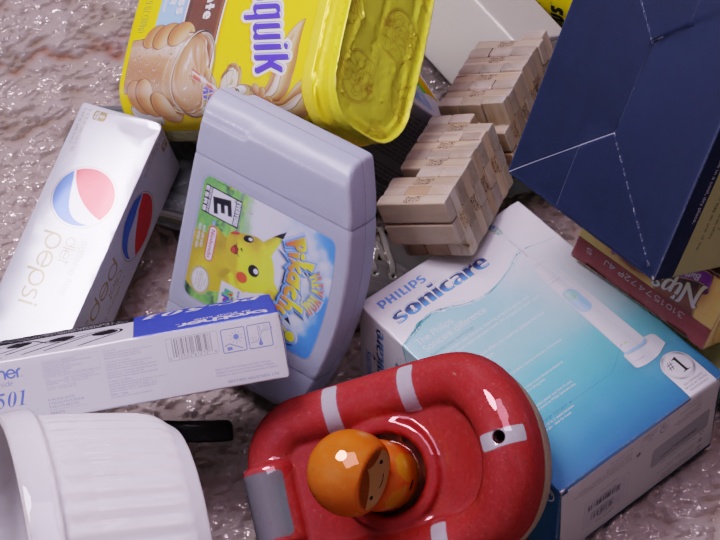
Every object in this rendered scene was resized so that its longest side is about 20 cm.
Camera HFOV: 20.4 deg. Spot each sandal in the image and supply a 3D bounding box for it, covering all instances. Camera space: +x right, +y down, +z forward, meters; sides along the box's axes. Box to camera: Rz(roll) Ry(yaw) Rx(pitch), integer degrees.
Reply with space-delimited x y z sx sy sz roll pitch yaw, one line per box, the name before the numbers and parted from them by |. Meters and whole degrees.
sandal | -0.182 0.116 1.300 0.200 0.075 0.045 1 87 10

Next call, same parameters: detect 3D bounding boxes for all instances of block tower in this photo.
block tower | 0.079 -0.087 1.382 0.058 0.054 0.200 1 40 32

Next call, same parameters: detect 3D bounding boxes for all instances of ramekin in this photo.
ramekin | -0.151 0.176 1.173 0.105 0.200 0.200 -6 50 -17

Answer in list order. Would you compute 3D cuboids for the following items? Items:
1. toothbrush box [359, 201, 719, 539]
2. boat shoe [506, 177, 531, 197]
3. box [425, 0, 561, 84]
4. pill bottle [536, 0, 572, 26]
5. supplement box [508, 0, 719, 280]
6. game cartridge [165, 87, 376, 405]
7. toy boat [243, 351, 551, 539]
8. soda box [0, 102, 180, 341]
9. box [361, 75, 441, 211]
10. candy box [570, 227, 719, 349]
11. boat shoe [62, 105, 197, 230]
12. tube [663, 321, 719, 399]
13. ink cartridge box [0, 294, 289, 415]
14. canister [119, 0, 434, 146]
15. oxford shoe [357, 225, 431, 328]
toothbrush box | 0.115 0.069 1.325 0.146 0.085 0.200 -33 58 -24
boat shoe | 0.141 -0.098 1.474 0.199 0.074 0.068 -15 44 8
box | 0.059 -0.221 1.532 0.200 0.068 0.082 51 34 17
pill bottle | 0.152 -0.251 1.579 0.200 0.104 0.104 25 55 20
supplement box | 0.233 -0.121 1.261 0.200 0.200 0.134 -10 40 -43
game cartridge | -0.058 -0.007 1.318 0.133 0.200 0.040 25 33 19
toy boat | 0.012 0.122 1.207 0.200 0.131 0.131 -18 78 20
soda box | -0.193 -0.010 1.370 0.064 0.068 0.200 16 69 13
box | -0.033 -0.150 1.469 0.101 0.112 0.200 -43 53 15
candy box | 0.249 -0.019 1.364 0.117 0.057 0.200 38 34 27
boat shoe | -0.127 -0.061 1.458 0.202 0.065 0.074 19 72 22
tube | 0.236 0.038 1.376 0.058 0.052 0.200 14 30 -43
ink cartridge box | -0.148 0.057 1.257 0.200 0.044 0.094 -10 7 -5
canister | -0.060 -0.158 1.364 0.200 0.087 0.149 2 73 38
oxford shoe | 0.000 0.000 1.402 0.200 0.058 0.075 -13 49 -12
